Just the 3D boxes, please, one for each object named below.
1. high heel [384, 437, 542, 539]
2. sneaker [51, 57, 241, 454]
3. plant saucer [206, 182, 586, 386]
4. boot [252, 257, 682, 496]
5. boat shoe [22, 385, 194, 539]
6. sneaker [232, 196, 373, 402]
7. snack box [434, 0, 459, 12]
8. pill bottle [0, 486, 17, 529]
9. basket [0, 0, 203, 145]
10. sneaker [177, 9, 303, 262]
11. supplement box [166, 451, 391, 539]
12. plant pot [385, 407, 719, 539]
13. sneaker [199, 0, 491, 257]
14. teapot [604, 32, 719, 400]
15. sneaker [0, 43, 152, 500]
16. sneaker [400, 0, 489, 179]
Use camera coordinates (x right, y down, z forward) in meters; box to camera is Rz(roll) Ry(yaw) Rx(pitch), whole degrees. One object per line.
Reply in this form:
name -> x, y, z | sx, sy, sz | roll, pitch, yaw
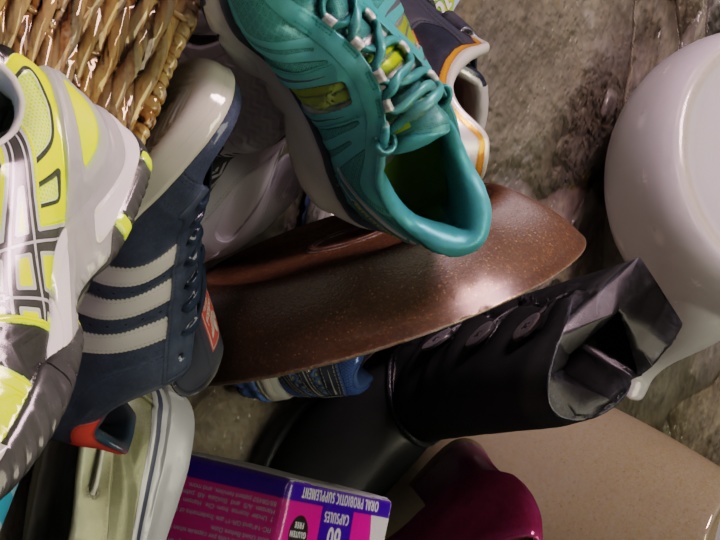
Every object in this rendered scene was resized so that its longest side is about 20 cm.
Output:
high heel -> 0.018, 0.181, 1.261 | 0.067, 0.096, 0.200 | 39, 96, -27
sneaker -> -0.081, 0.000, 1.021 | 0.200, 0.084, 0.075 | -52, -162, 38
plant saucer -> 0.000, 0.000, 1.119 | 0.200, 0.199, 0.037 | -30, 105, -53
boot -> 0.045, 0.073, 1.224 | 0.066, 0.199, 0.165 | 46, 60, -24
boat shoe -> -0.128, 0.140, 1.106 | 0.062, 0.072, 0.201 | 19, 76, -34
sneaker -> 0.012, -0.007, 1.272 | 0.201, 0.085, 0.077 | -60, 144, -33
snack box -> 0.041, -0.239, 1.292 | 0.201, 0.053, 0.143 | -59, 145, -33
pill bottle -> -0.200, 0.121, 0.920 | 0.111, 0.110, 0.201 | 45, 60, -54
basket -> -0.140, -0.139, 1.003 | 0.142, 0.149, 0.201 | 31, 67, -23
sneaker -> -0.057, -0.070, 1.096 | 0.200, 0.075, 0.115 | -54, 171, 27
supplement box -> -0.069, 0.189, 1.171 | 0.101, 0.103, 0.201 | 19, 83, -60
plant pot -> 0.108, 0.143, 1.361 | 0.187, 0.199, 0.189 | -21, 115, -55
sneaker -> 0.002, -0.081, 0.975 | 0.077, 0.080, 0.200 | -44, 136, -13
teapot -> 0.225, -0.050, 1.573 | 0.199, 0.146, 0.198 | -22, 88, -30
sneaker -> -0.135, 0.008, 0.844 | 0.076, 0.075, 0.201 | 44, 37, -28
sneaker -> 0.017, -0.090, 1.183 | 0.200, 0.079, 0.079 | -97, -169, -56
